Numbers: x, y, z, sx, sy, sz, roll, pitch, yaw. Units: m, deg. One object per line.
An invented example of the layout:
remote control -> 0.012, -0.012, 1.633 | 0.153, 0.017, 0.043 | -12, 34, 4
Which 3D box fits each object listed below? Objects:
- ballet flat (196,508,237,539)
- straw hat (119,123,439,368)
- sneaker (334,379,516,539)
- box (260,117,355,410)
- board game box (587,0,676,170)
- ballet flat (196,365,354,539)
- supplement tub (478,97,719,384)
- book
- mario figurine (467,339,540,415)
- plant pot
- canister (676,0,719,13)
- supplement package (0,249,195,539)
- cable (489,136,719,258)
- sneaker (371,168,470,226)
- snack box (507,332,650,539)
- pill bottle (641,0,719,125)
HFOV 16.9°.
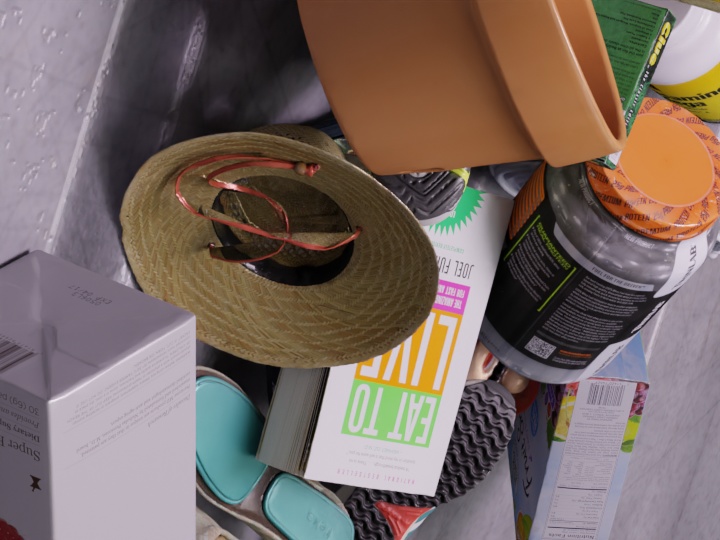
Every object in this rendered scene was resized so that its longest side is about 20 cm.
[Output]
ballet flat -> -0.086, 0.207, 1.568 | 0.068, 0.062, 0.200 | -59, 149, -9
straw hat -> -0.042, -0.038, 1.434 | 0.201, 0.200, 0.085 | 75, 18, -45
sneaker -> 0.024, 0.145, 1.675 | 0.200, 0.070, 0.093 | -49, -167, 5
box -> 0.000, 0.000, 1.559 | 0.136, 0.038, 0.201 | -19, 115, -35
board game box -> 0.089, -0.141, 1.520 | 0.105, 0.200, 0.023 | -66, 153, -6
ballet flat -> -0.078, 0.130, 1.547 | 0.068, 0.062, 0.200 | -55, 130, -21
supplement tub -> 0.156, -0.020, 1.585 | 0.123, 0.123, 0.200 | -45, 175, -36
book -> 0.020, 0.037, 1.537 | 0.133, 0.048, 0.201 | 13, 92, -44
mario figurine -> 0.078, 0.046, 1.704 | 0.123, 0.106, 0.200 | -31, 138, 5
plant pot -> 0.051, -0.139, 1.351 | 0.200, 0.140, 0.201 | -19, 90, -78
canister -> 0.218, -0.253, 1.660 | 0.087, 0.200, 0.149 | -45, 142, -35
supplement package -> -0.171, 0.114, 1.328 | 0.120, 0.121, 0.201 | -33, 133, -46
cable -> 0.194, -0.071, 1.731 | 0.200, 0.199, 0.069 | 164, -58, -79
sneaker -> 0.028, -0.115, 1.478 | 0.076, 0.075, 0.201 | 79, 0, -65
snack box -> 0.157, 0.101, 1.799 | 0.169, 0.067, 0.200 | -92, -172, -52
pill bottle -> 0.252, -0.186, 1.847 | 0.200, 0.112, 0.113 | 22, 89, -59
